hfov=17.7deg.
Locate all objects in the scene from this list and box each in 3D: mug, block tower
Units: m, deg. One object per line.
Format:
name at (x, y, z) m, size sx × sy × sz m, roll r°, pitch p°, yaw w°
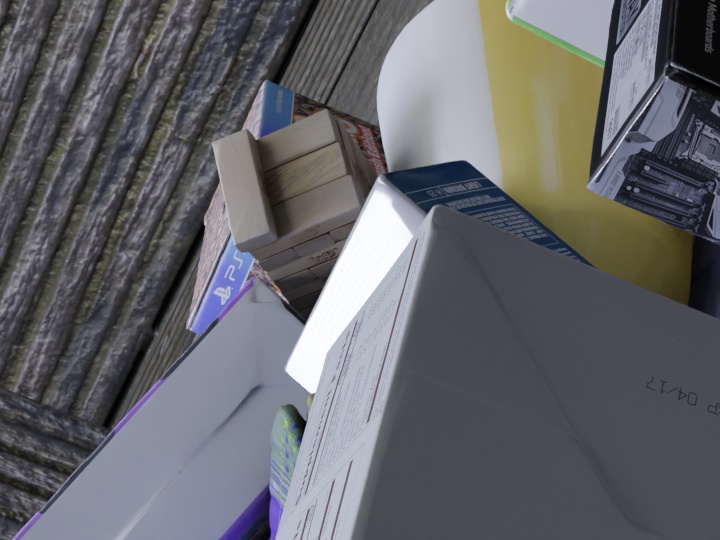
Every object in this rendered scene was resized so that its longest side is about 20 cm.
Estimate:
mug at (0.085, -0.039, 0.989) m, size 0.154 × 0.149 × 0.187 m, roll -89°, pitch 14°, yaw -44°
block tower at (0.000, 0.000, 1.044) m, size 0.200 × 0.058 × 0.054 m, roll 49°, pitch -158°, yaw -57°

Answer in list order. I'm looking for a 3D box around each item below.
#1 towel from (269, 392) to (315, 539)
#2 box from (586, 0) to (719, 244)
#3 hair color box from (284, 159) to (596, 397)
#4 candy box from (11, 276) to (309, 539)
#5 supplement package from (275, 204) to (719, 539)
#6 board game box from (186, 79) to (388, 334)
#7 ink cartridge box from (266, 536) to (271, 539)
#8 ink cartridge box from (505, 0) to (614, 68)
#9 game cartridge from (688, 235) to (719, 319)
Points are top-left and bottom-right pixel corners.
towel at (-0.025, 0.167, 0.920) m, size 0.144 × 0.023 × 0.201 m, roll -101°, pitch 14°, yaw -50°
box at (0.149, -0.074, 0.632) m, size 0.050 × 0.157 × 0.201 m, roll 121°, pitch 167°, yaw -45°
hair color box at (0.071, 0.057, 0.881) m, size 0.060 × 0.200 × 0.100 m, roll -12°, pitch -43°, yaw -50°
candy box at (-0.073, 0.108, 1.060) m, size 0.168 × 0.071 × 0.200 m, roll -48°, pitch -10°, yaw -10°
supplement package at (0.077, 0.103, 0.695) m, size 0.111 × 0.199 × 0.156 m, roll 126°, pitch 163°, yaw -57°
board game box at (0.015, -0.004, 1.310) m, size 0.160 × 0.199 × 0.097 m, roll -90°, pitch 24°, yaw -66°
ink cartridge box at (0.006, 0.152, 1.111) m, size 0.200 × 0.084 × 0.146 m, roll -38°, pitch -15°, yaw -47°
ink cartridge box at (0.149, -0.129, 0.881) m, size 0.084 × 0.145 × 0.200 m, roll -64°, pitch 0°, yaw 28°
game cartridge at (0.142, 0.030, 1.023) m, size 0.130 × 0.038 × 0.201 m, roll -41°, pitch 29°, yaw 63°
